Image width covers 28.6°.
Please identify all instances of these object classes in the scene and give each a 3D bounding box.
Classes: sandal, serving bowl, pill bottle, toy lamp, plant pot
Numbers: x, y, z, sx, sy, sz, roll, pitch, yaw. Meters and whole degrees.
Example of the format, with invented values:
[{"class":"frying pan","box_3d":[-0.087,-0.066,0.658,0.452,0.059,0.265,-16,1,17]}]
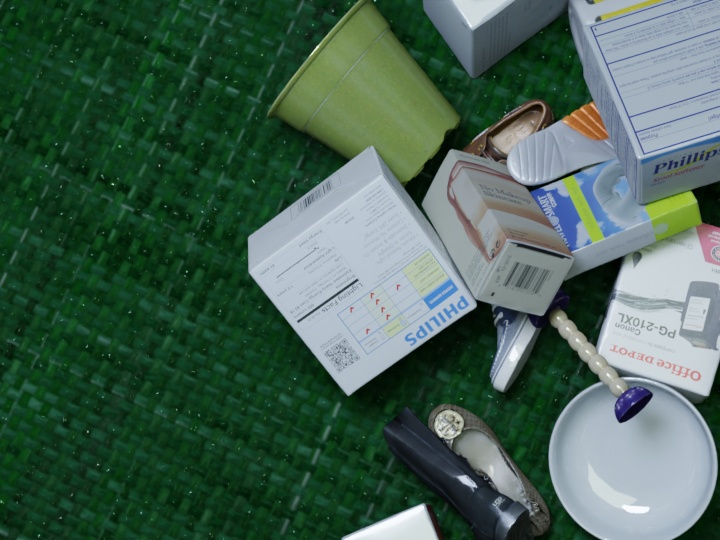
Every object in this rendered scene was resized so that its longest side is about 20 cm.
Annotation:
[{"class":"sandal","box_3d":[0.258,-0.151,1.755,0.205,0.059,0.080,-20,77,-24]},{"class":"serving bowl","box_3d":[0.327,0.223,1.684,0.197,0.066,0.203,1,94,19]},{"class":"pill bottle","box_3d":[0.367,-0.316,1.758,0.197,0.111,0.113,-17,80,3]},{"class":"toy lamp","box_3d":[0.257,0.087,1.651,0.058,0.058,0.201,-36,66,-1]},{"class":"plant pot","box_3d":[0.017,-0.203,1.748,0.190,0.200,0.200,42,86,-3]}]

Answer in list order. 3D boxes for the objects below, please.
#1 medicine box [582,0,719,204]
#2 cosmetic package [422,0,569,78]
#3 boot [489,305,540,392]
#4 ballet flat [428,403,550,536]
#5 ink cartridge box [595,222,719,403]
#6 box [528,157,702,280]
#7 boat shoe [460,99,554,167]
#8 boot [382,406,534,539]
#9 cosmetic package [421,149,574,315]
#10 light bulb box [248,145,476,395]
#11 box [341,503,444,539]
[{"class":"medicine box","box_3d":[0.372,-0.205,1.633,0.180,0.103,0.202,-17,61,1]},{"class":"cosmetic package","box_3d":[0.183,-0.365,1.737,0.199,0.199,0.124,-36,80,-2]},{"class":"boot","box_3d":[0.183,0.045,1.743,0.089,0.073,0.202,24,75,13]},{"class":"ballet flat","box_3d":[0.157,0.242,1.718,0.067,0.046,0.200,-40,80,-3]},{"class":"ink cartridge box","box_3d":[0.375,0.042,1.712,0.143,0.084,0.203,17,82,9]},{"class":"box","box_3d":[0.288,-0.068,1.678,0.198,0.048,0.123,-22,45,4]},{"class":"boat shoe","box_3d":[0.162,-0.142,1.770,0.200,0.068,0.072,-44,80,-3]},{"class":"boot","box_3d":[0.113,0.272,1.694,0.199,0.166,0.065,35,58,28]},{"class":"cosmetic package","box_3d":[0.159,-0.047,1.661,0.102,0.201,0.088,12,119,-28]},{"class":"light bulb box","box_3d":[0.000,0.000,1.679,0.197,0.125,0.201,-35,110,9]},{"class":"box","box_3d":[0.067,0.385,1.650,0.105,0.152,0.202,-22,80,2]}]
